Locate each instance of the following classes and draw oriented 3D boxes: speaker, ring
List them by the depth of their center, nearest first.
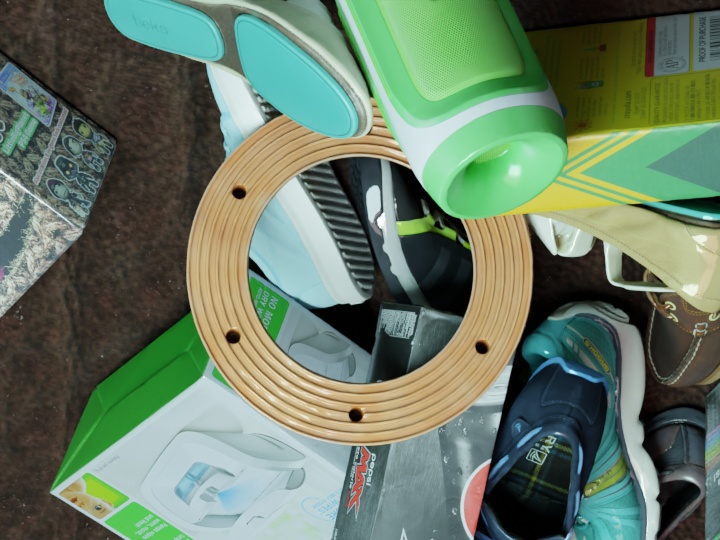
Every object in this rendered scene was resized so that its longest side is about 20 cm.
[{"bbox_3d":[0.040,-0.129,1.176,0.088,0.201,0.089,-17,151,-10],"label":"speaker"},{"bbox_3d":[0.000,0.000,1.255,0.199,0.202,0.019,13,170,-1],"label":"ring"}]

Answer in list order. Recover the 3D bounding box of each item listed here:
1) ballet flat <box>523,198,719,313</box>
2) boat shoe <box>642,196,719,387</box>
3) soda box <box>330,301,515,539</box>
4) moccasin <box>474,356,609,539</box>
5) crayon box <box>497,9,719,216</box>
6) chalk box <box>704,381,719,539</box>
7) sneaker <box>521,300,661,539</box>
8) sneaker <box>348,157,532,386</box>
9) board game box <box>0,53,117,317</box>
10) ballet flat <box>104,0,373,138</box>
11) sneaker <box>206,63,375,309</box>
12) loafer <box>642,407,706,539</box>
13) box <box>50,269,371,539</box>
[{"bbox_3d":[0.136,-0.027,1.256,0.068,0.199,0.064,-6,111,-39],"label":"ballet flat"},{"bbox_3d":[0.202,-0.004,1.304,0.070,0.071,0.201,-9,138,-25],"label":"boat shoe"},{"bbox_3d":[0.032,0.124,1.297,0.070,0.063,0.202,14,87,-20],"label":"soda box"},{"bbox_3d":[0.093,0.138,1.319,0.080,0.068,0.201,15,132,8],"label":"moccasin"},{"bbox_3d":[0.137,-0.090,1.238,0.198,0.127,0.051,-4,125,13],"label":"crayon box"},{"bbox_3d":[0.290,0.131,1.324,0.123,0.201,0.125,31,124,-14],"label":"chalk box"},{"bbox_3d":[0.135,0.119,1.384,0.077,0.079,0.202,5,110,46],"label":"sneaker"},{"bbox_3d":[0.056,-0.006,1.358,0.082,0.072,0.201,-24,123,1],"label":"sneaker"},{"bbox_3d":[-0.279,-0.063,1.337,0.199,0.097,0.159,37,122,-17],"label":"board game box"},{"bbox_3d":[-0.057,-0.138,1.229,0.199,0.069,0.070,29,132,28],"label":"ballet flat"},{"bbox_3d":[-0.063,-0.053,1.327,0.081,0.074,0.201,-14,119,18],"label":"sneaker"},{"bbox_3d":[0.162,0.169,1.455,0.072,0.063,0.200,33,123,-14],"label":"loafer"},{"bbox_3d":[-0.068,0.116,1.408,0.176,0.097,0.200,36,138,-18],"label":"box"}]
